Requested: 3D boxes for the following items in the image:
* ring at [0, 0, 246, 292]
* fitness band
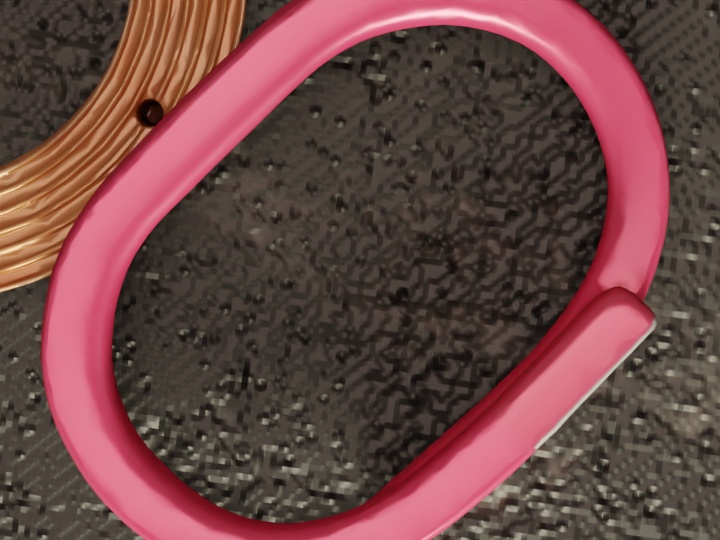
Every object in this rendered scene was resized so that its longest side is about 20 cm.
[{"bbox_3d":[-0.132,-0.091,0.803,0.200,0.019,0.201,0,93,6],"label":"ring"},{"bbox_3d":[0.000,0.000,0.778,0.200,0.037,0.144,-44,93,4],"label":"fitness band"}]
